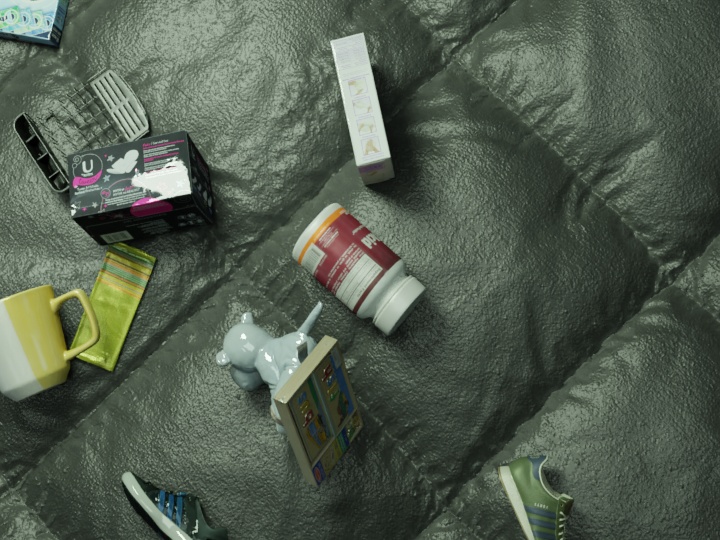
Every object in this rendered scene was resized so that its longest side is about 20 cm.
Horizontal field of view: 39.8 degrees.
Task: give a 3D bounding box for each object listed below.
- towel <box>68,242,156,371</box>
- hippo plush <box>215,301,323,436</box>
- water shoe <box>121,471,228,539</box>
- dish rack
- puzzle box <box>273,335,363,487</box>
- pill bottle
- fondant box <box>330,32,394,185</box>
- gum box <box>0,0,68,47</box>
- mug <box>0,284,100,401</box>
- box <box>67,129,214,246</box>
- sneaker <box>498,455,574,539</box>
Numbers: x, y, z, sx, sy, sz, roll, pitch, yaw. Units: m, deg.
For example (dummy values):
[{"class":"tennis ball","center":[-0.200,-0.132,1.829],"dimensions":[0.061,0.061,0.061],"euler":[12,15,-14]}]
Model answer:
[{"class":"towel","center":[-0.410,0.057,1.638],"dimensions":[0.085,0.018,0.203],"euler":[20,86,8]},{"class":"hippo plush","center":[-0.144,0.154,1.524],"dimensions":[0.158,0.202,0.161],"euler":[12,53,16]},{"class":"water shoe","center":[-0.294,0.382,1.576],"dimensions":[0.200,0.072,0.079],"euler":[43,61,10]},{"class":"dish rack","center":[-0.459,-0.239,1.658],"dimensions":[0.199,0.055,0.154],"euler":[-36,82,0]},{"class":"puzzle box","center":[-0.059,0.212,1.483],"dimensions":[0.025,0.202,0.133],"euler":[18,51,32]},{"class":"pill bottle","center":[0.000,0.000,1.558],"dimensions":[0.199,0.114,0.115],"euler":[41,88,8]},{"class":"fondant box","center":[0.005,-0.251,1.570],"dimensions":[0.057,0.144,0.204],"euler":[-13,82,3]},{"class":"gum box","center":[-0.581,-0.499,1.703],"dimensions":[0.167,0.045,0.204],"euler":[11,85,6]},{"class":"mug","center":[-0.523,0.116,1.575],"dimensions":[0.185,0.149,0.155],"euler":[-22,90,34]},{"class":"box","center":[-0.349,-0.130,1.591],"dimensions":[0.196,0.132,0.117],"euler":[-10,70,4]},{"class":"sneaker","center":[0.288,0.376,1.510],"dimensions":[0.089,0.067,0.203],"euler":[-26,79,7]}]
